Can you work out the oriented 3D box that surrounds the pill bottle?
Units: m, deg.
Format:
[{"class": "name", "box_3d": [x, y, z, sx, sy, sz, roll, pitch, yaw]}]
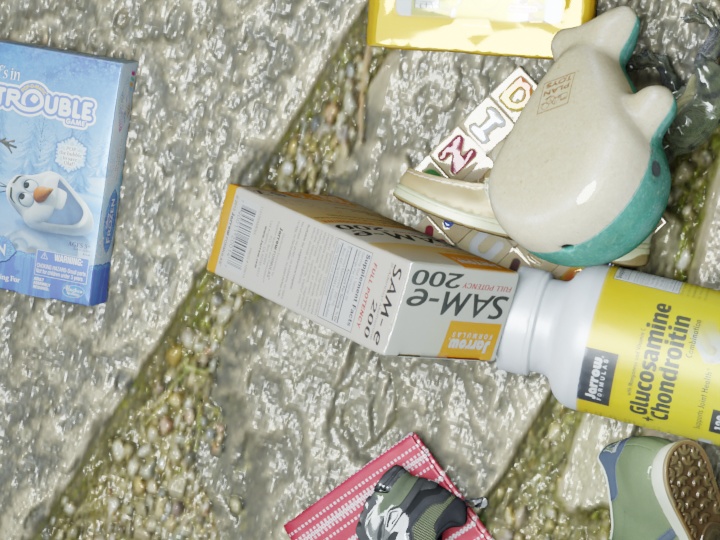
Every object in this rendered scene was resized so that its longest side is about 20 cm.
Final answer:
[{"class": "pill bottle", "box_3d": [0.207, 0.058, 1.526, 0.199, 0.112, 0.112, 13, 99, 12]}]

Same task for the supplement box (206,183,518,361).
[{"class": "supplement box", "box_3d": [0.000, 0.000, 1.523, 0.200, 0.126, 0.074, 24, 103, 40]}]

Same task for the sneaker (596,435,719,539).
[{"class": "sneaker", "box_3d": [0.235, 0.212, 1.566, 0.090, 0.067, 0.201, 7, 122, 49]}]

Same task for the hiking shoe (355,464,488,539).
[{"class": "hiking shoe", "box_3d": [0.032, 0.257, 1.582, 0.100, 0.076, 0.201, 17, 92, 11]}]

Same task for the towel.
[{"class": "towel", "box_3d": [0.048, 0.247, 1.634, 0.144, 0.022, 0.200, -37, 85, 17]}]

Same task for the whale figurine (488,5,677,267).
[{"class": "whale figurine", "box_3d": [0.169, -0.092, 1.476, 0.159, 0.201, 0.104, -20, 136, 39]}]

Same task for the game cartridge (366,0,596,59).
[{"class": "game cartridge", "box_3d": [0.096, -0.265, 1.559, 0.176, 0.032, 0.201, 5, 99, 13]}]

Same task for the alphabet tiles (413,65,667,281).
[{"class": "alphabet tiles", "box_3d": [0.132, -0.053, 1.586, 0.200, 0.006, 0.166, -44, 85, 14]}]

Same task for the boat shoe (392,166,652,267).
[{"class": "boat shoe", "box_3d": [0.126, -0.055, 1.552, 0.199, 0.074, 0.067, 13, 94, 1]}]

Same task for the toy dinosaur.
[{"class": "toy dinosaur", "box_3d": [0.253, -0.143, 1.527, 0.200, 0.047, 0.088, -38, 80, 3]}]

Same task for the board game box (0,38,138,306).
[{"class": "board game box", "box_3d": [-0.292, -0.087, 1.668, 0.199, 0.043, 0.200, 10, 97, 13]}]
